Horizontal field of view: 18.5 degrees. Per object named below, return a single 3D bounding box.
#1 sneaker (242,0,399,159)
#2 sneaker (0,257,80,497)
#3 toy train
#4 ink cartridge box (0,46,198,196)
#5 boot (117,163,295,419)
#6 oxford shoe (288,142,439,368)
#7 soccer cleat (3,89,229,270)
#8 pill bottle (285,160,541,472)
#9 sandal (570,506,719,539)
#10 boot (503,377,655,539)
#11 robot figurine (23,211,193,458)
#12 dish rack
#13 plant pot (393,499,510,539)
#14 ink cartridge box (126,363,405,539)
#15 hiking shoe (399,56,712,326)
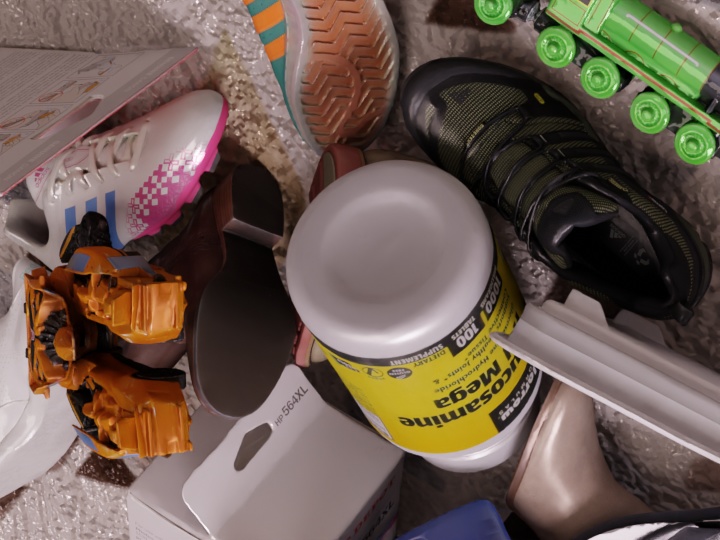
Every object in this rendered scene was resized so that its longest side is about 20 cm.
[{"bbox_3d":[-0.032,-0.157,1.236,0.080,0.071,0.201,47,157,47],"label":"sneaker"},{"bbox_3d":[-0.238,0.075,1.533,0.088,0.075,0.201,45,129,20],"label":"sneaker"},{"bbox_3d":[0.123,-0.129,1.156,0.199,0.042,0.057,36,122,12],"label":"toy train"},{"bbox_3d":[-0.214,-0.075,1.318,0.175,0.200,0.045,5,121,33],"label":"ink cartridge box"},{"bbox_3d":[-0.118,0.054,1.363,0.064,0.188,0.200,28,135,-23],"label":"boot"},{"bbox_3d":[0.000,0.000,1.306,0.074,0.071,0.200,1,150,-13],"label":"oxford shoe"},{"bbox_3d":[-0.156,-0.056,1.366,0.086,0.070,0.200,27,139,-20],"label":"soccer cleat"},{"bbox_3d":[0.039,0.034,1.223,0.112,0.113,0.200,17,159,26],"label":"pill bottle"},{"bbox_3d":[0.187,0.170,1.239,0.199,0.043,0.077,-20,107,14],"label":"sandal"},{"bbox_3d":[0.156,0.157,1.296,0.145,0.070,0.201,27,136,15],"label":"boot"},{"bbox_3d":[-0.152,0.042,1.298,0.200,0.058,0.147,-167,74,-64],"label":"robot figurine"},{"bbox_3d":[0.168,0.060,1.162,0.171,0.200,0.044,27,93,20],"label":"dish rack"},{"bbox_3d":[0.028,0.280,1.275,0.201,0.178,0.201,85,166,-55],"label":"plant pot"},{"bbox_3d":[-0.059,0.165,1.379,0.125,0.129,0.201,29,147,17],"label":"ink cartridge box"},{"bbox_3d":[0.104,-0.046,1.167,0.199,0.101,0.076,36,99,3],"label":"hiking shoe"}]
